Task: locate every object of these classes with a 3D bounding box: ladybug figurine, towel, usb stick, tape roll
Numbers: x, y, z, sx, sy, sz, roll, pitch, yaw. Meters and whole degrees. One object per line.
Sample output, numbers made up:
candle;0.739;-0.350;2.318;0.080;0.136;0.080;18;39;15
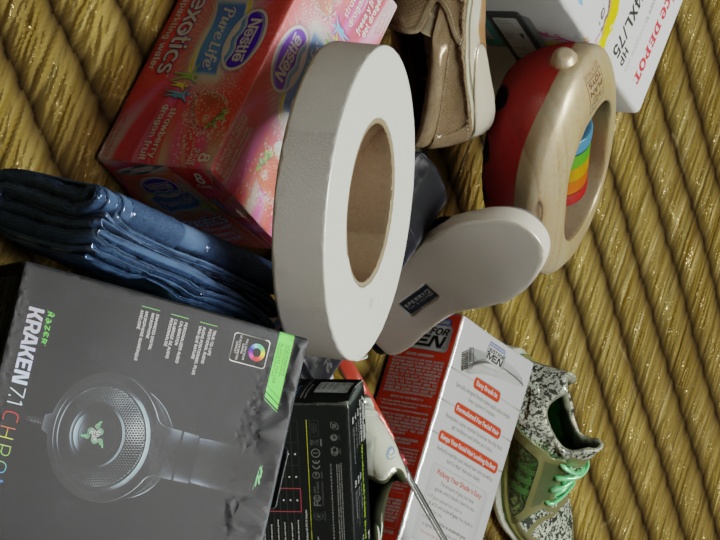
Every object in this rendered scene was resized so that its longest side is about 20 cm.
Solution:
ladybug figurine;0.133;-0.087;1.781;0.136;0.072;0.201;-53;156;-40
towel;-0.139;-0.011;1.525;0.200;0.111;0.049;24;81;-53
usb stick;0.000;0.000;1.677;0.200;0.032;0.056;-57;133;-31
tape roll;-0.009;-0.043;1.560;0.203;0.037;0.204;7;90;-75

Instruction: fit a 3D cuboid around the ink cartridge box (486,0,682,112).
ink cartridge box;0.133;-0.234;1.828;0.200;0.145;0.147;48;59;-48

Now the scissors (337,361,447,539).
scissors;0.021;0.125;1.747;0.201;0.014;0.073;61;-4;9

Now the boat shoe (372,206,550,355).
boat shoe;0.072;-0.015;1.764;0.075;0.200;0.093;47;47;-14

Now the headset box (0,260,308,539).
headset box;-0.141;0.104;1.484;0.199;0.093;0.175;17;82;-22

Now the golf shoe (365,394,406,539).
golf shoe;-0.033;0.181;1.675;0.078;0.097;0.201;-1;125;-40

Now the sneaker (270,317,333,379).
sneaker;-0.039;0.104;1.729;0.072;0.072;0.201;-38;131;-16

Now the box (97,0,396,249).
box;-0.071;-0.124;1.606;0.095;0.102;0.201;50;58;-46

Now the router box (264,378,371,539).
router box;-0.070;0.172;1.612;0.062;0.149;0.201;-54;143;-74

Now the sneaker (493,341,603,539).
sneaker;0.153;0.154;1.973;0.077;0.088;0.201;-46;131;-40

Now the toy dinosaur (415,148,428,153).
toy dinosaur;0.002;-0.081;1.756;0.199;0.077;0.103;-20;100;-45

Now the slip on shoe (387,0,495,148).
slip on shoe;0.045;-0.181;1.698;0.060;0.076;0.201;-20;118;-26

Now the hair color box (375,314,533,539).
hair color box;0.055;0.142;1.859;0.111;0.064;0.201;34;70;-50
